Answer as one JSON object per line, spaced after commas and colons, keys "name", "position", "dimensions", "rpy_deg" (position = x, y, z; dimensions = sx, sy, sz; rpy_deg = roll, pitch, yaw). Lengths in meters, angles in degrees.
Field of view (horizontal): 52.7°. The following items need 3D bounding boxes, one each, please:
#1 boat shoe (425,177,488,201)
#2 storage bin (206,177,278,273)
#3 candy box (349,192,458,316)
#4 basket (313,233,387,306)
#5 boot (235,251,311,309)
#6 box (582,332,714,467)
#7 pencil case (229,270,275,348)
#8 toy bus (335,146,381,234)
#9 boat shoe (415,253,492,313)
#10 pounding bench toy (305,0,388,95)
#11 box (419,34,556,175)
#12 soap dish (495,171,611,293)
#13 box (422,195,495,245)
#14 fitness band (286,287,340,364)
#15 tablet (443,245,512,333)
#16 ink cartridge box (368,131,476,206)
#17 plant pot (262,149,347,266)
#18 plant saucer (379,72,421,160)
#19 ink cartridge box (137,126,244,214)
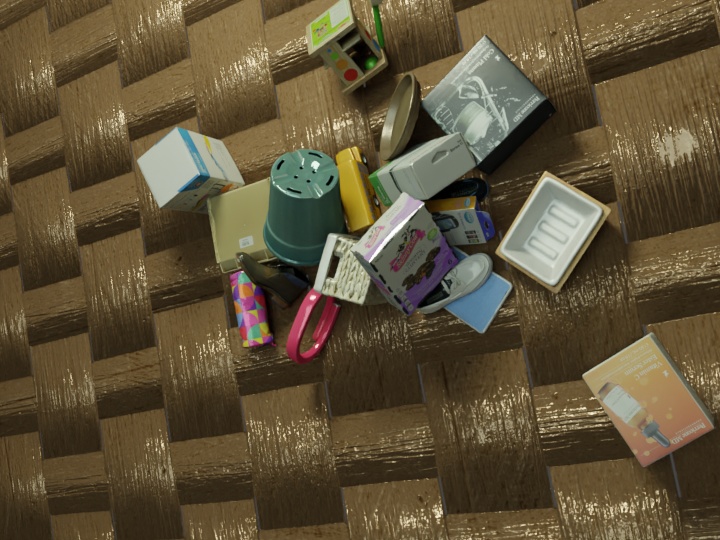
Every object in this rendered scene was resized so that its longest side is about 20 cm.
{"name": "boat shoe", "position": [0.181, -0.167, 1.614], "dimensions": [0.199, 0.069, 0.085], "rpy_deg": [-25, 77, 23]}
{"name": "storage bin", "position": [-0.265, -0.110, 1.816], "dimensions": [0.199, 0.094, 0.200], "rpy_deg": [-14, 83, 24]}
{"name": "candy box", "position": [0.095, -0.031, 1.509], "dimensions": [0.168, 0.200, 0.071], "rpy_deg": [-47, 44, -9]}
{"name": "basket", "position": [0.000, 0.000, 1.629], "dimensions": [0.123, 0.200, 0.137], "rpy_deg": [18, 96, 19]}
{"name": "boot", "position": [-0.208, 0.002, 1.750], "dimensions": [0.097, 0.200, 0.075], "rpy_deg": [-35, 37, 11]}
{"name": "box", "position": [0.553, 0.245, 1.397], "dimensions": [0.152, 0.106, 0.201], "rpy_deg": [-38, 73, 20]}
{"name": "pencil case", "position": [-0.271, 0.099, 1.818], "dimensions": [0.088, 0.088, 0.202], "rpy_deg": [-14, 85, 25]}
{"name": "toy bus", "position": [-0.010, -0.189, 1.702], "dimensions": [0.065, 0.078, 0.202], "rpy_deg": [-20, 80, 24]}
{"name": "boat shoe", "position": [0.199, 0.033, 1.584], "dimensions": [0.200, 0.065, 0.074], "rpy_deg": [-41, 71, 20]}
{"name": "pounding bench toy", "position": [0.002, -0.528, 1.660], "dimensions": [0.199, 0.156, 0.125], "rpy_deg": [-31, 43, 22]}
{"name": "box", "position": [0.271, -0.348, 1.550], "dimensions": [0.200, 0.124, 0.197], "rpy_deg": [-44, 73, 18]}
{"name": "soap dish", "position": [0.396, -0.078, 1.499], "dimensions": [0.157, 0.081, 0.201], "rpy_deg": [36, 103, 23]}
{"name": "box", "position": [0.189, -0.104, 1.578], "dimensions": [0.198, 0.119, 0.042], "rpy_deg": [-5, 53, 22]}
{"name": "fitness band", "position": [-0.107, 0.124, 1.701], "dimensions": [0.037, 0.143, 0.201], "rpy_deg": [25, 99, 23]}
{"name": "tablet", "position": [0.225, 0.034, 1.615], "dimensions": [0.199, 0.014, 0.131], "rpy_deg": [36, 103, 24]}
{"name": "ink cartridge box", "position": [0.129, -0.212, 1.543], "dimensions": [0.146, 0.200, 0.083], "rpy_deg": [-35, 103, -19]}
{"name": "plant pot", "position": [-0.123, -0.150, 1.622], "dimensions": [0.198, 0.197, 0.201], "rpy_deg": [2, 52, -2]}
{"name": "plant saucer", "position": [0.090, -0.339, 1.621], "dimensions": [0.029, 0.200, 0.202], "rpy_deg": [14, 96, -14]}
{"name": "ink cartridge box", "position": [-0.423, -0.246, 1.838], "dimensions": [0.147, 0.200, 0.145], "rpy_deg": [-34, 76, 20]}
